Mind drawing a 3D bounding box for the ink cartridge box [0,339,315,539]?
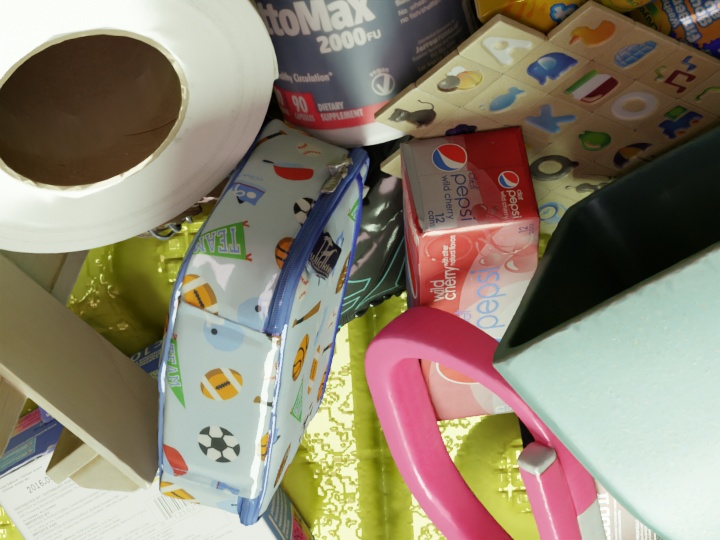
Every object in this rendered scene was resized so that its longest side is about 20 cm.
[{"bbox_3d":[-0.132,0.133,1.609,0.136,0.076,0.201,-28,114,10],"label":"ink cartridge box"}]

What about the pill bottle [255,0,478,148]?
[{"bbox_3d":[-0.012,-0.180,1.448,0.119,0.120,0.201,-16,113,5],"label":"pill bottle"}]

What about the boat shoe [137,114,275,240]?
[{"bbox_3d":[-0.117,-0.060,1.531,0.199,0.072,0.073,15,118,2],"label":"boat shoe"}]

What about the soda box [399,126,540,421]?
[{"bbox_3d":[0.061,0.006,1.491,0.070,0.064,0.200,-7,147,-2],"label":"soda box"}]

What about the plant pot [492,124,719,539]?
[{"bbox_3d":[0.218,0.043,1.374,0.196,0.196,0.200,-29,103,27],"label":"plant pot"}]

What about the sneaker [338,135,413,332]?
[{"bbox_3d":[0.000,0.000,1.555,0.079,0.076,0.200,27,119,-27],"label":"sneaker"}]

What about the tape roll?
[{"bbox_3d":[-0.157,-0.127,1.375,0.201,0.140,0.203,-13,138,-12],"label":"tape roll"}]

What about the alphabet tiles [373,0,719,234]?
[{"bbox_3d":[0.113,-0.079,1.441,0.199,0.006,0.166,19,139,-37],"label":"alphabet tiles"}]

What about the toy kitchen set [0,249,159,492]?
[{"bbox_3d":[-0.219,0.084,1.493,0.163,0.200,0.180,40,125,-17],"label":"toy kitchen set"}]

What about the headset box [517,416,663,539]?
[{"bbox_3d":[0.193,0.092,1.557,0.199,0.149,0.075,-5,124,1],"label":"headset box"}]

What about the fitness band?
[{"bbox_3d":[0.067,0.105,1.478,0.037,0.143,0.201,-42,139,-24],"label":"fitness band"}]

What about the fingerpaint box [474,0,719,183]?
[{"bbox_3d":[0.172,-0.139,1.437,0.166,0.074,0.200,-21,144,18],"label":"fingerpaint box"}]

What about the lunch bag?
[{"bbox_3d":[-0.050,0.023,1.435,0.075,0.160,0.201,19,126,9],"label":"lunch bag"}]
